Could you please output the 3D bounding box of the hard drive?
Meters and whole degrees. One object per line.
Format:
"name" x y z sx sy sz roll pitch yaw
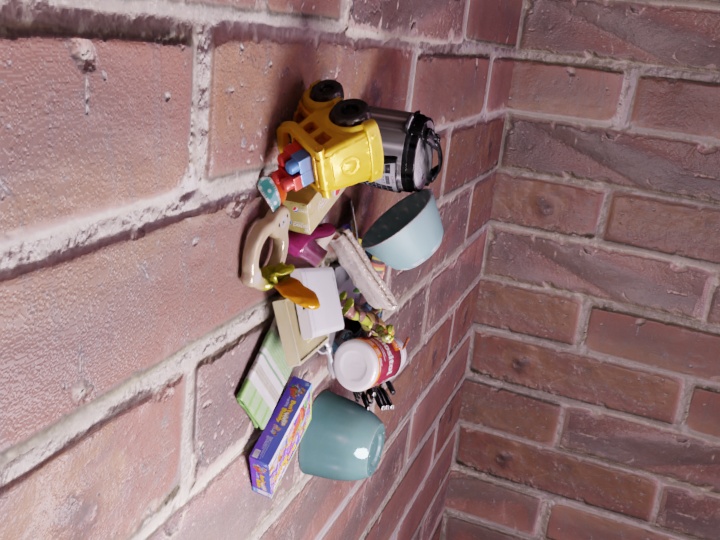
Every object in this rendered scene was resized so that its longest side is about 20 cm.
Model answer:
"hard drive" -0.083 0.061 1.522 0.200 0.026 0.135 -3 82 -75

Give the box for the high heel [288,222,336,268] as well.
"high heel" -0.103 -0.075 1.496 0.068 0.095 0.200 -51 -170 14

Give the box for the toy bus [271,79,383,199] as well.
"toy bus" -0.080 -0.218 1.327 0.190 0.200 0.137 -29 139 -17

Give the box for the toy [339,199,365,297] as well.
"toy" -0.022 -0.047 1.704 0.115 0.046 0.204 -104 -177 -77

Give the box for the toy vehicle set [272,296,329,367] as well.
"toy vehicle set" -0.113 0.101 1.489 0.200 0.026 0.127 -31 109 -74

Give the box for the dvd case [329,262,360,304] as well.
"dvd case" -0.037 0.045 1.794 0.200 0.017 0.146 -29 127 -67

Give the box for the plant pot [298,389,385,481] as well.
"plant pot" -0.034 0.403 1.803 0.200 0.158 0.205 13 90 -71

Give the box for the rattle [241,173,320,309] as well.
"rattle" -0.122 -0.055 1.309 0.129 0.141 0.204 22 87 -52

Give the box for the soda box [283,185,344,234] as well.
"soda box" -0.085 -0.155 1.459 0.201 0.063 0.069 -58 153 -47

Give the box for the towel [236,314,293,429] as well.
"towel" -0.176 0.186 1.469 0.150 0.030 0.202 71 38 -53

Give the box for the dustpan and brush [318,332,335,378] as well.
"dustpan and brush" -0.080 0.149 1.664 0.140 0.056 0.204 -52 149 -53

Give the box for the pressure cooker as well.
"pressure cooker" 0.086 -0.266 1.682 0.176 0.196 0.183 -25 125 -69

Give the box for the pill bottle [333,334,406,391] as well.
"pill bottle" 0.029 0.202 1.732 0.199 0.111 0.116 -7 108 -64

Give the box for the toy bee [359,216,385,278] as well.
"toy bee" 0.039 -0.067 1.811 0.110 0.128 0.202 102 -25 -42

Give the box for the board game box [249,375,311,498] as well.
"board game box" -0.158 0.336 1.545 0.136 0.044 0.202 94 18 -48

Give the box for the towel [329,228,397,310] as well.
"towel" 0.000 0.000 1.590 0.034 0.202 0.132 -36 -171 -12

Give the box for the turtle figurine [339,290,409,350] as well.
"turtle figurine" 0.019 0.107 1.693 0.065 0.160 0.201 -51 -155 16

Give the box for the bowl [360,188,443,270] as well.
"bowl" 0.108 -0.078 1.701 0.106 0.199 0.202 50 41 -16

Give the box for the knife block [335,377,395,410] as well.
"knife block" 0.029 0.249 1.858 0.200 0.173 0.065 -47 162 -57

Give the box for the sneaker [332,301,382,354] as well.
"sneaker" 0.003 0.120 1.789 0.200 0.079 0.096 -42 163 -48
